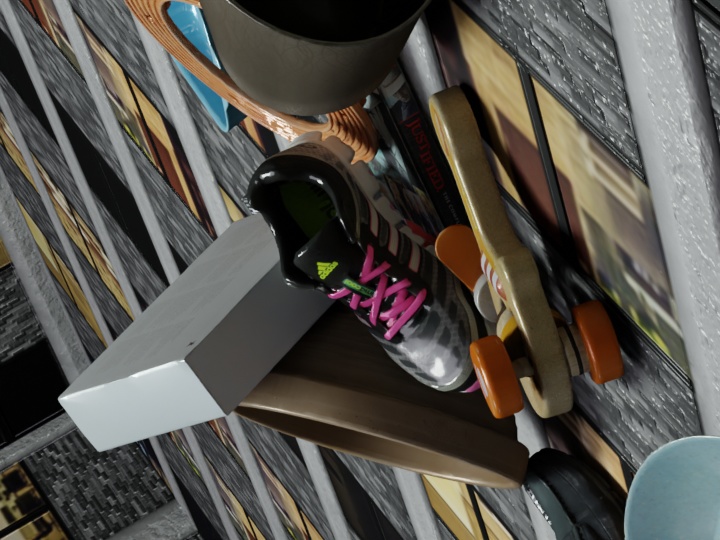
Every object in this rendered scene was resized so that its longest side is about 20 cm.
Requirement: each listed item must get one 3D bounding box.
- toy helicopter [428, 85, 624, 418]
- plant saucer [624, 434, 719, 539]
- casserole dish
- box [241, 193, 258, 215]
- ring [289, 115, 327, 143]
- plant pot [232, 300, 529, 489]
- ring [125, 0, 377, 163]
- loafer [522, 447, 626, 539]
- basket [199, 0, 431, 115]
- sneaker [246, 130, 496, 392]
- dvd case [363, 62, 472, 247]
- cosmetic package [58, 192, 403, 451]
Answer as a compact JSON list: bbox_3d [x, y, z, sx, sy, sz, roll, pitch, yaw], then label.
[{"bbox_3d":[0.083,-0.011,1.566,0.132,0.079,0.200,123,127,-87],"label":"toy helicopter"},{"bbox_3d":[0.218,0.165,1.350,0.201,0.039,0.201,34,140,35],"label":"plant saucer"},{"bbox_3d":[-0.116,-0.184,1.970,0.200,0.039,0.121,-125,19,-54],"label":"casserole dish"},{"bbox_3d":[0.000,0.013,1.905,0.193,0.047,0.200,53,171,-8],"label":"box"},{"bbox_3d":[-0.032,-0.091,1.942,0.201,0.019,0.201,57,168,19],"label":"ring"},{"bbox_3d":[0.018,0.072,1.739,0.200,0.093,0.201,15,172,2],"label":"plant pot"},{"bbox_3d":[-0.069,-0.136,1.698,0.200,0.019,0.200,33,168,8],"label":"ring"},{"bbox_3d":[0.153,0.190,1.702,0.201,0.070,0.068,52,166,40],"label":"loafer"},{"bbox_3d":[-0.031,-0.170,1.472,0.180,0.136,0.200,52,171,11],"label":"basket"},{"bbox_3d":[0.000,0.000,1.627,0.200,0.074,0.087,51,-150,15],"label":"sneaker"},{"bbox_3d":[0.027,-0.067,1.740,0.200,0.022,0.146,63,168,-19],"label":"dvd case"},{"bbox_3d":[-0.083,0.027,1.729,0.052,0.200,0.151,52,144,-13],"label":"cosmetic package"}]
